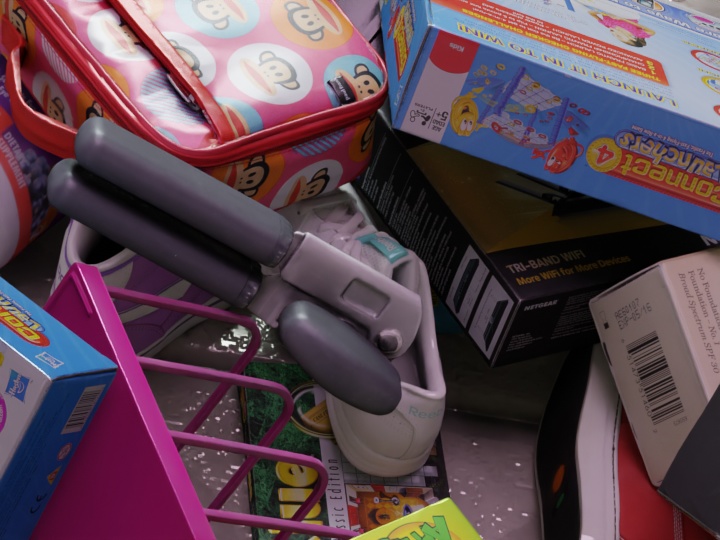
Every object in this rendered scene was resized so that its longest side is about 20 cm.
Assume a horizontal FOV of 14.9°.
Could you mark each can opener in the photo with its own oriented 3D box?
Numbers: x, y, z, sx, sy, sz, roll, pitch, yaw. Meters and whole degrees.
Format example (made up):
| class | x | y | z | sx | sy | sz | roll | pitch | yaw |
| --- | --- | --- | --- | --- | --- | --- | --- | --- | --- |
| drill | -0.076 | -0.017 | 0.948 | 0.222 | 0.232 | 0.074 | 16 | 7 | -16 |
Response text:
| class | x | y | z | sx | sy | sz | roll | pitch | yaw |
| --- | --- | --- | --- | --- | --- | --- | --- | --- | --- |
| can opener | -0.056 | -0.004 | 1.315 | 0.199 | 0.053 | 0.067 | 31 | 21 | -15 |

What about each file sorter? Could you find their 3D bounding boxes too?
| class | x | y | z | sx | sy | sz | roll | pitch | yaw |
| --- | --- | --- | --- | --- | --- | --- | --- | --- | --- |
| file sorter | -0.086 | 0.124 | 1.281 | 0.125 | 0.139 | 0.200 | 12 | 37 | -39 |

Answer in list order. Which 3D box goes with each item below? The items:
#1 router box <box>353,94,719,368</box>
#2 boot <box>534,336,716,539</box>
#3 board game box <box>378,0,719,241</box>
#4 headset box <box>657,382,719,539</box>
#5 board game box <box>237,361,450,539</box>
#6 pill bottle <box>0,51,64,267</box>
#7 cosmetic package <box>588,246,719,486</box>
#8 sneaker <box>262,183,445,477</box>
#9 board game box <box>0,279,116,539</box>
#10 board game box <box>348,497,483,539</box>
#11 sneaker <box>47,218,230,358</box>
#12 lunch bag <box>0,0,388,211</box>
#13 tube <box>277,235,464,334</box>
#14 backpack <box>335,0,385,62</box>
| class | x | y | z | sx | sy | sz | roll | pitch | yaw |
| --- | --- | --- | --- | --- | --- | --- | --- | --- | --- |
| router box | 0.114 | -0.037 | 1.468 | 0.199 | 0.052 | 0.157 | -12 | 50 | -34 |
| boot | 0.168 | 0.115 | 1.425 | 0.143 | 0.073 | 0.201 | 17 | 40 | -12 |
| board game box | 0.112 | -0.099 | 1.401 | 0.199 | 0.056 | 0.196 | 19 | 22 | -9 |
| headset box | 0.247 | 0.125 | 1.288 | 0.200 | 0.077 | 0.149 | 25 | 8 | -43 |
| board game box | -0.004 | 0.128 | 1.395 | 0.104 | 0.024 | 0.201 | 1 | 46 | -10 |
| pill bottle | -0.174 | -0.090 | 1.501 | 0.111 | 0.112 | 0.200 | 32 | 48 | 17 |
| cosmetic package | 0.226 | 0.032 | 1.401 | 0.199 | 0.073 | 0.104 | -15 | 80 | -31 |
| sneaker | 0.000 | 0.000 | 1.414 | 0.075 | 0.089 | 0.201 | -14 | 65 | -27 |
| board game box | -0.238 | 0.074 | 1.257 | 0.195 | 0.201 | 0.056 | 35 | 17 | 21 |
| board game box | -0.008 | 0.194 | 1.201 | 0.101 | 0.201 | 0.048 | -20 | 54 | -29 |
| sneaker | -0.092 | -0.030 | 1.464 | 0.072 | 0.115 | 0.201 | 27 | 45 | 15 |
| lunch bag | -0.102 | -0.108 | 1.405 | 0.176 | 0.082 | 0.200 | -21 | 55 | -32 |
| tube | 0.051 | 0.006 | 1.512 | 0.199 | 0.050 | 0.078 | -5 | 74 | -22 |
| backpack | 0.009 | -0.147 | 1.572 | 0.175 | 0.154 | 0.200 | 35 | 50 | 20 |
